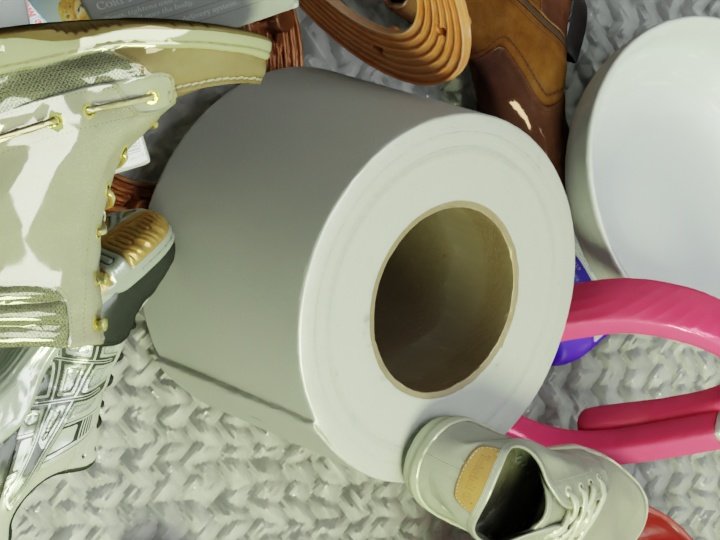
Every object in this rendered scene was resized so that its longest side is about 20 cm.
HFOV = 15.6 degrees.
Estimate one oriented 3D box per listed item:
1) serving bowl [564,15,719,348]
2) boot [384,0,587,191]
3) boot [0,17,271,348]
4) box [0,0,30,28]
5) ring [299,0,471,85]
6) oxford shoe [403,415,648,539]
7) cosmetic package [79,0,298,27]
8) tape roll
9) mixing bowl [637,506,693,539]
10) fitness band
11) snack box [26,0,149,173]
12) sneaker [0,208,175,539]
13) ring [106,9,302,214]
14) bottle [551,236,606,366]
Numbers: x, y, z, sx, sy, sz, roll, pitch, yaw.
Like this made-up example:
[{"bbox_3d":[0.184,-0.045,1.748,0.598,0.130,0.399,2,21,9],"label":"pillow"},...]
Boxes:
[{"bbox_3d":[0.195,-0.047,1.566,0.199,0.066,0.201,7,77,-33],"label":"serving bowl"},{"bbox_3d":[0.071,-0.119,1.497,0.200,0.068,0.189,35,67,-60],"label":"boot"},{"bbox_3d":[-0.129,-0.043,1.267,0.199,0.072,0.155,-9,98,-34],"label":"boot"},{"bbox_3d":[-0.234,-0.099,1.285,0.124,0.097,0.201,-18,104,-36],"label":"box"},{"bbox_3d":[-0.011,-0.180,1.363,0.019,0.200,0.201,-40,115,-19],"label":"ring"},{"bbox_3d":[0.101,0.128,1.429,0.200,0.058,0.075,24,89,-49],"label":"oxford shoe"},{"bbox_3d":[-0.112,-0.208,1.286,0.200,0.106,0.090,59,19,-47],"label":"cosmetic package"},{"bbox_3d":[0.000,0.000,1.423,0.202,0.139,0.204,-15,113,-39],"label":"tape roll"},{"bbox_3d":[0.112,0.231,1.561,0.200,0.108,0.201,-2,93,-38],"label":"mixing bowl"},{"bbox_3d":[0.140,0.061,1.526,0.144,0.199,0.038,43,47,-39],"label":"fitness band"},{"bbox_3d":[-0.171,-0.141,1.353,0.072,0.024,0.201,-17,93,-17],"label":"snack box"},{"bbox_3d":[-0.160,0.057,1.369,0.200,0.076,0.088,-48,120,-13],"label":"sneaker"},{"bbox_3d":[-0.109,-0.112,1.428,0.200,0.019,0.201,0,91,-39],"label":"ring"},{"bbox_3d":[0.160,-0.024,1.619,0.200,0.065,0.084,-39,108,-31],"label":"bottle"}]
